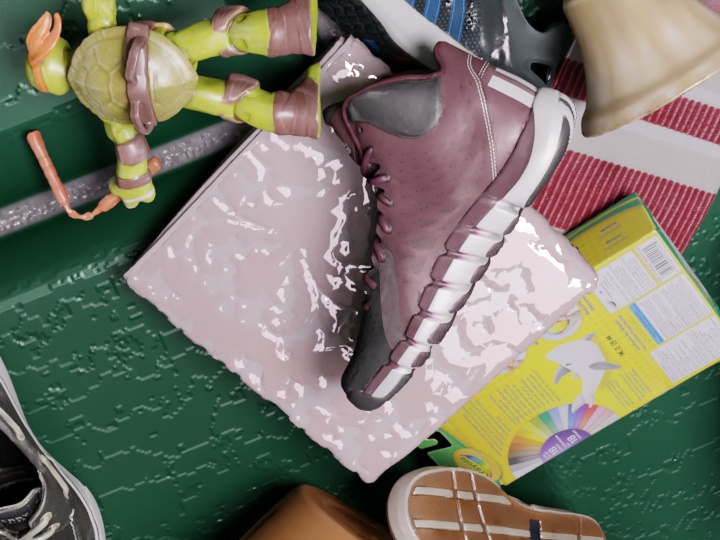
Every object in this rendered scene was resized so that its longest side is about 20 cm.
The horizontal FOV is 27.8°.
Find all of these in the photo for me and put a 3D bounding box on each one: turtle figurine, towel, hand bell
[{"bbox_3d":[-0.102,-0.111,0.729,0.161,0.064,0.200,-1,116,2],"label":"turtle figurine"},{"bbox_3d":[0.000,0.000,0.822,0.200,0.032,0.191,42,107,-14],"label":"towel"},{"bbox_3d":[0.110,-0.180,0.749,0.104,0.104,0.200,-32,97,4],"label":"hand bell"},{"bbox_3d":[0.165,-0.090,0.855,0.144,0.023,0.200,14,115,-23],"label":"towel"}]

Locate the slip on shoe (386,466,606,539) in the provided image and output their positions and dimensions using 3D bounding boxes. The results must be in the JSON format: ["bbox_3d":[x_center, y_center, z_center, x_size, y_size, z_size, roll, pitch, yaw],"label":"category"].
[{"bbox_3d":[0.078,0.170,0.913,0.061,0.076,0.200,-17,156,40],"label":"slip on shoe"}]

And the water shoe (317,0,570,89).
[{"bbox_3d":[0.028,-0.154,0.768,0.200,0.071,0.079,37,82,-32],"label":"water shoe"}]

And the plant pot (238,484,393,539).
[{"bbox_3d":[-0.019,0.227,0.892,0.200,0.200,0.140,35,89,-28],"label":"plant pot"}]

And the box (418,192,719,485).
[{"bbox_3d":[0.116,0.053,0.892,0.200,0.048,0.117,-33,123,13],"label":"box"}]

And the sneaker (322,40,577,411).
[{"bbox_3d":[0.017,-0.031,0.762,0.115,0.076,0.200,33,107,0],"label":"sneaker"}]

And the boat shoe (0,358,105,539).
[{"bbox_3d":[-0.207,0.131,0.852,0.071,0.064,0.200,-24,121,-1],"label":"boat shoe"}]
